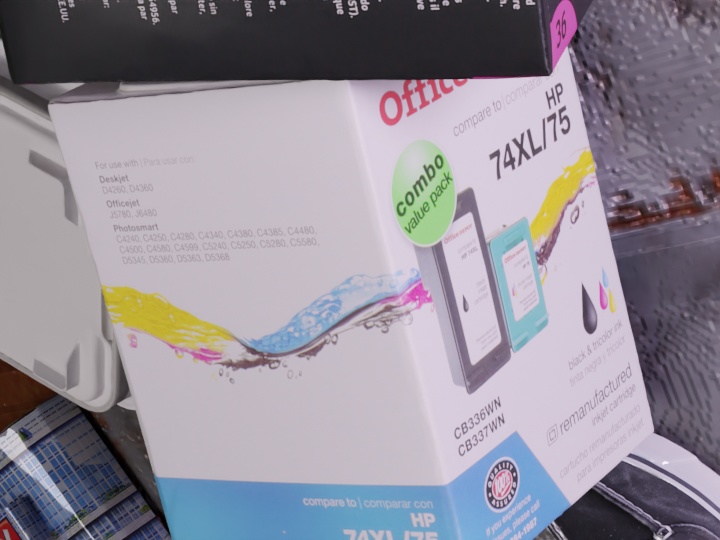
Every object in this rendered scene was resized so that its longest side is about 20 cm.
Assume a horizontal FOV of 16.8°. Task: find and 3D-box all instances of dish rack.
[{"bbox_3d":[-0.176,-0.027,1.161,0.200,0.044,0.172,27,129,31],"label":"dish rack"}]

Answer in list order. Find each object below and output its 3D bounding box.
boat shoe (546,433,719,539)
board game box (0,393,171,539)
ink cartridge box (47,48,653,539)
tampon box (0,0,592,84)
[{"bbox_3d":[0.135,0.136,0.987,0.200,0.068,0.072,40,132,16],"label":"boat shoe"},{"bbox_3d":[-0.190,0.155,1.266,0.200,0.062,0.200,53,134,3],"label":"board game box"},{"bbox_3d":[0.000,0.000,0.943,0.146,0.147,0.200,-2,111,38],"label":"ink cartridge box"},{"bbox_3d":[-0.017,-0.151,0.852,0.200,0.150,0.126,2,119,19],"label":"tampon box"}]
